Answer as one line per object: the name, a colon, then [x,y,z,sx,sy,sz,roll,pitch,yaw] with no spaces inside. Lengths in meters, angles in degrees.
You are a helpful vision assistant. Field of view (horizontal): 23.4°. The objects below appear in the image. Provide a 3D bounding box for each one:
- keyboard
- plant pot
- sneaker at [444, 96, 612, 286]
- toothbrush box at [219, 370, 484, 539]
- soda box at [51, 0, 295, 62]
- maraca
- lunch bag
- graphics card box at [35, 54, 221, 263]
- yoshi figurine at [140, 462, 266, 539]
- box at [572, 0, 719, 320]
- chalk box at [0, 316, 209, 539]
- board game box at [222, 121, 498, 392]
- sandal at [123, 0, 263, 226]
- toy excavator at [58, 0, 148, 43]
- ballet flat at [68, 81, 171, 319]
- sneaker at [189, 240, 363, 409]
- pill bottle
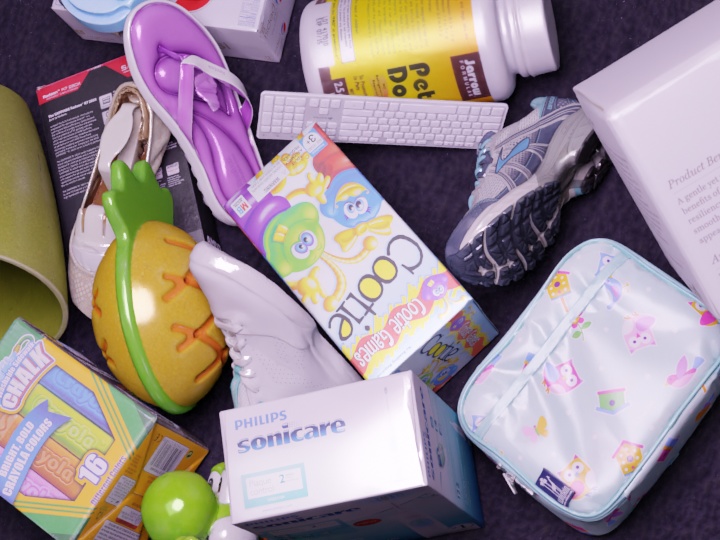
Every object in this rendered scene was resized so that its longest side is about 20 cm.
keyboard: [0.017,-0.120,1.396,0.197,0.056,0.011,2,61,-7]
plant pot: [-0.330,-0.053,1.463,0.185,0.188,0.202,-9,56,13]
sneaker: [0.120,-0.065,1.363,0.086,0.078,0.200,24,53,32]
toothbrush box: [-0.001,0.147,1.279,0.145,0.200,0.086,-12,70,11]
soda box: [-0.162,-0.232,1.512,0.198,0.068,0.064,9,76,18]
maraca: [-0.159,0.013,1.363,0.106,0.137,0.203,-13,90,15]
lunch bag: [0.174,0.086,1.313,0.160,0.077,0.201,38,87,22]
graphics card box: [-0.197,-0.080,1.486,0.124,0.051,0.202,-19,69,9]
yoshi figurine: [-0.137,0.240,1.343,0.111,0.112,0.202,2,71,23]
box: [0.283,-0.102,1.248,0.198,0.200,0.172,-31,100,5]
chalk box: [-0.247,0.129,1.398,0.199,0.125,0.125,32,84,23]
board game box: [0.000,0.000,1.375,0.103,0.105,0.200,-42,66,1]
sandal: [-0.121,-0.132,1.423,0.082,0.204,0.050,-41,24,-31]
toy excavator: [-0.184,-0.295,1.392,0.099,0.200,0.195,33,84,21]
ballet flat: [-0.205,-0.059,1.422,0.067,0.062,0.202,7,77,18]
sneaker: [-0.076,0.065,1.330,0.089,0.200,0.075,-48,34,-10]
pill bottle: [0.057,-0.182,1.411,0.198,0.109,0.111,-10,71,14]
